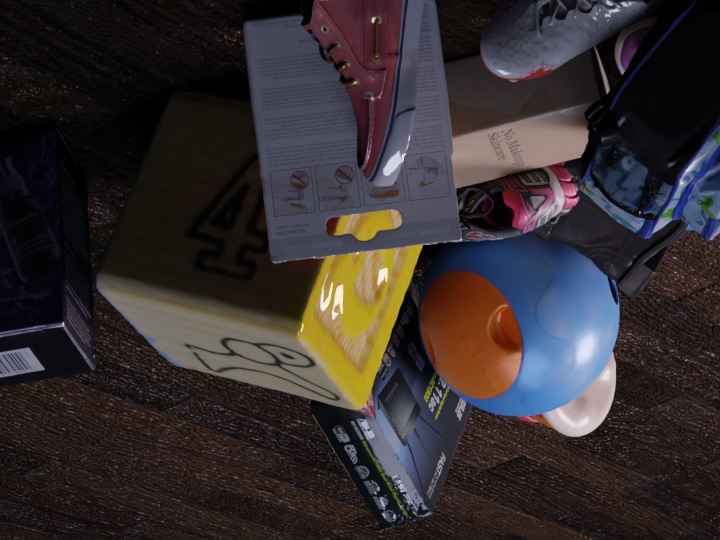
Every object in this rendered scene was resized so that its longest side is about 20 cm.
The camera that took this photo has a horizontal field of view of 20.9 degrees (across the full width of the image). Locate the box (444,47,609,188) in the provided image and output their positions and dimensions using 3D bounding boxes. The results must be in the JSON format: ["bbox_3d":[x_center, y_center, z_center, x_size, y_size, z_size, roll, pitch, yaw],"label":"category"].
[{"bbox_3d":[0.117,-0.136,1.698,0.198,0.078,0.095,-14,153,13],"label":"box"}]

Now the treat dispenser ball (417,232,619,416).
[{"bbox_3d":[0.156,0.042,1.922,0.199,0.202,0.201,-6,153,-3],"label":"treat dispenser ball"}]

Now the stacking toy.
[{"bbox_3d":[0.175,0.119,2.194,0.199,0.147,0.145,-11,158,44],"label":"stacking toy"}]

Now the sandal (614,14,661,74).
[{"bbox_3d":[0.274,-0.158,1.725,0.082,0.050,0.203,-12,152,8],"label":"sandal"}]

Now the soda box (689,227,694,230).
[{"bbox_3d":[0.345,-0.113,1.812,0.064,0.068,0.200,4,151,-20],"label":"soda box"}]

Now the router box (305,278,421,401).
[{"bbox_3d":[-0.014,0.068,2.092,0.199,0.051,0.149,-22,147,25],"label":"router box"}]

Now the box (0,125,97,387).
[{"bbox_3d":[-0.317,-0.008,1.703,0.147,0.202,0.104,-11,153,5],"label":"box"}]

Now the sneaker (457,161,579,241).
[{"bbox_3d":[0.107,-0.063,1.785,0.074,0.081,0.199,-31,-170,-35],"label":"sneaker"}]

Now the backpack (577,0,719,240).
[{"bbox_3d":[0.265,-0.113,1.568,0.147,0.183,0.200,36,165,5],"label":"backpack"}]

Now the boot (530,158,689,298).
[{"bbox_3d":[0.220,-0.080,1.785,0.173,0.069,0.201,33,124,4],"label":"boot"}]

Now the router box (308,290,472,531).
[{"bbox_3d":[0.034,0.135,1.922,0.062,0.200,0.151,-19,112,26],"label":"router box"}]

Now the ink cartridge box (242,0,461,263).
[{"bbox_3d":[-0.006,-0.113,1.579,0.159,0.202,0.050,-7,176,-1],"label":"ink cartridge box"}]

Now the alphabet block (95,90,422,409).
[{"bbox_3d":[-0.080,-0.016,1.683,0.198,0.198,0.195,13,162,22],"label":"alphabet block"}]

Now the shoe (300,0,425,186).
[{"bbox_3d":[-0.004,-0.169,1.506,0.090,0.202,0.071,5,-171,-14],"label":"shoe"}]

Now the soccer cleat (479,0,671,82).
[{"bbox_3d":[0.178,-0.208,1.517,0.199,0.069,0.085,-26,176,-26],"label":"soccer cleat"}]
